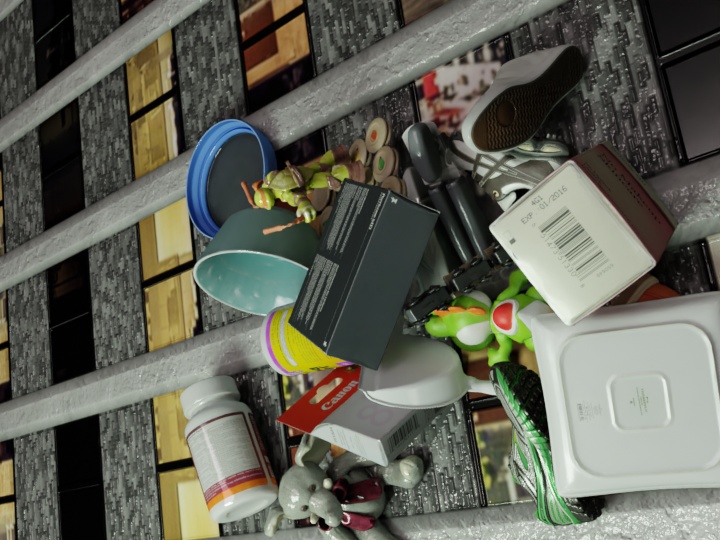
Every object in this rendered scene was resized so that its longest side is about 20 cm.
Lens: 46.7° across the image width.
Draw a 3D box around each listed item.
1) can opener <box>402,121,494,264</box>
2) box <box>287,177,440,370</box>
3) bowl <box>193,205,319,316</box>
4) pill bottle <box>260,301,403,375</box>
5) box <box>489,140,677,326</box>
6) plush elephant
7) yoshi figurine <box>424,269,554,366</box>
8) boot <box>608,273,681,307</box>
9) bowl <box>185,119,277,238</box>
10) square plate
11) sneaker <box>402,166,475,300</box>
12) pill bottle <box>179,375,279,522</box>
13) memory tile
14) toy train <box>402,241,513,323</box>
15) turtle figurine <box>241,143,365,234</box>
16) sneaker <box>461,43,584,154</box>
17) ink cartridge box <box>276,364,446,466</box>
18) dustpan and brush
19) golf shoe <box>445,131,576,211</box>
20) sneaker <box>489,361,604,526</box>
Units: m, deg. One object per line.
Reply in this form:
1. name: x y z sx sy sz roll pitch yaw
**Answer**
1. can opener: 0.105 -0.092 1.032 0.052 0.066 0.201 -15 112 41
2. box: 0.000 0.000 1.009 0.201 0.078 0.141 -68 23 3
3. bowl: -0.134 -0.021 1.219 0.200 0.200 0.106 -15 52 38
4. pill bottle: -0.039 0.084 1.162 0.199 0.104 0.105 -16 75 39
5. box: 0.237 -0.046 0.860 0.109 0.200 0.128 -42 84 29
6. plush elephant: -0.037 0.297 1.098 0.199 0.154 0.166 22 99 39
7. yoshi figurine: 0.180 0.062 1.003 0.199 0.113 0.113 1 126 27
8. boot: 0.289 0.110 0.891 0.107 0.075 0.201 36 99 30
9. bowl: -0.213 -0.148 1.382 0.200 0.039 0.202 -6 81 40
10. square plate: 0.286 0.133 0.853 0.197 0.028 0.202 -9 94 17
11. sneaker: 0.082 -0.041 1.097 0.080 0.070 0.202 -29 67 38
12. pill bottle: -0.206 0.271 1.278 0.109 0.109 0.201 -40 61 30
13. memory tile: -0.007 -0.107 1.173 0.200 0.017 0.154 -43 48 45
14. toy train: 0.130 0.006 0.993 0.034 0.199 0.046 59 157 -1
15. turtle figurine: -0.084 -0.122 1.134 0.200 0.160 0.065 38 148 60
16. sneaker: 0.176 -0.199 0.985 0.084 0.200 0.073 13 134 52
17. ink cartridge box: 0.005 0.160 1.080 0.199 0.162 0.057 17 130 38
18. dustpan and brush: 0.103 0.129 1.011 0.198 0.140 0.058 -3 115 8
19. golf shoe: 0.165 -0.121 1.031 0.199 0.077 0.095 10 91 42
20. sneaker: 0.193 0.199 0.953 0.085 0.078 0.201 -32 75 37
